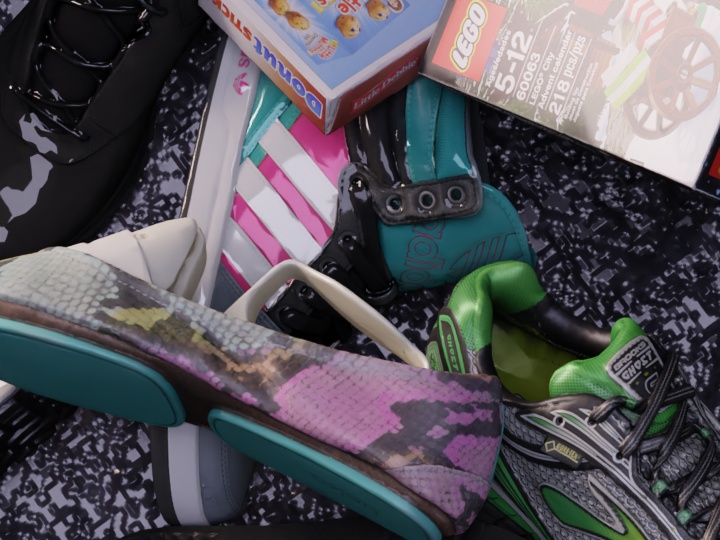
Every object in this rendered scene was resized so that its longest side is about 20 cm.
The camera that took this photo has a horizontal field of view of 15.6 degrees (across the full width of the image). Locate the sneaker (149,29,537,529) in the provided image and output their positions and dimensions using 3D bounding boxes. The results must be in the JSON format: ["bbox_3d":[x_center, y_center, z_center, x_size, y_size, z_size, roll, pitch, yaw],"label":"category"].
[{"bbox_3d":[0.000,0.000,0.928,0.120,0.084,0.202,9,82,11],"label":"sneaker"}]

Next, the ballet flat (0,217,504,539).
[{"bbox_3d":[-0.046,0.025,0.860,0.199,0.069,0.072,20,70,10],"label":"ballet flat"}]

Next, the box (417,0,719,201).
[{"bbox_3d":[0.109,-0.133,0.839,0.136,0.038,0.201,26,96,47],"label":"box"}]

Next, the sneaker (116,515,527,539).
[{"bbox_3d":[0.000,0.144,0.881,0.198,0.076,0.115,-6,122,29],"label":"sneaker"}]

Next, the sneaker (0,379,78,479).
[{"bbox_3d":[-0.178,0.053,0.926,0.200,0.076,0.088,-41,78,-4],"label":"sneaker"}]

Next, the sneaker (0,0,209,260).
[{"bbox_3d":[-0.090,-0.091,0.933,0.076,0.091,0.201,30,85,3],"label":"sneaker"}]

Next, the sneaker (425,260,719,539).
[{"bbox_3d":[0.091,0.071,0.849,0.200,0.086,0.078,34,49,30],"label":"sneaker"}]

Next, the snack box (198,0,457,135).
[{"bbox_3d":[0.042,-0.126,0.929,0.199,0.024,0.072,-34,68,-23],"label":"snack box"}]
